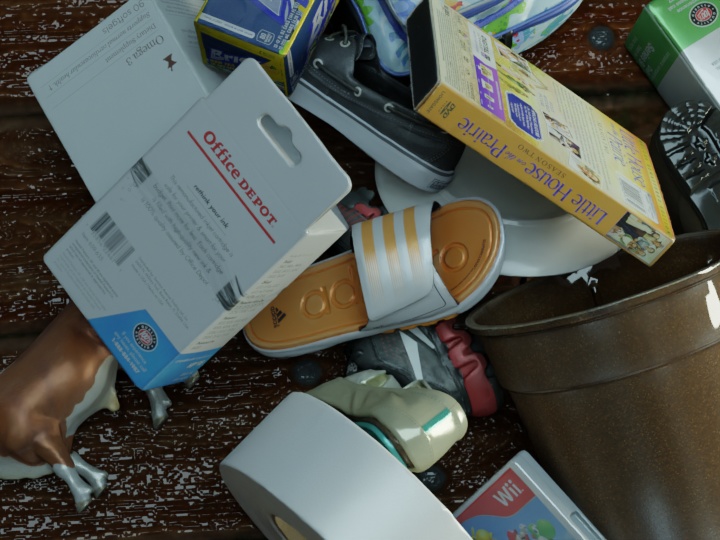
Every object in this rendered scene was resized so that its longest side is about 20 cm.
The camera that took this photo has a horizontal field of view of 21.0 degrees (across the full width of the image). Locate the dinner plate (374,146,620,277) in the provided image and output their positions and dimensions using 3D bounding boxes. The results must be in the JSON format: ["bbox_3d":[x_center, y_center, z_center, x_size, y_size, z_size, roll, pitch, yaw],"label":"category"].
[{"bbox_3d":[0.111,-0.073,1.404,0.200,0.024,0.200,4,45,-4],"label":"dinner plate"}]

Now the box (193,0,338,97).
[{"bbox_3d":[-0.038,-0.223,1.309,0.070,0.064,0.200,22,72,10],"label":"box"}]

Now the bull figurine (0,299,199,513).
[{"bbox_3d":[-0.209,0.096,1.351,0.121,0.065,0.200,40,77,2],"label":"bull figurine"}]

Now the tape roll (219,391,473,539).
[{"bbox_3d":[0.000,0.174,1.281,0.202,0.202,0.071,43,75,6],"label":"tape roll"}]

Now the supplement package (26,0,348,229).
[{"bbox_3d":[-0.120,-0.081,1.361,0.117,0.117,0.200,-34,79,18],"label":"supplement package"}]

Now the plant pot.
[{"bbox_3d":[0.195,0.097,1.319,0.200,0.200,0.198,-19,97,-11],"label":"plant pot"}]

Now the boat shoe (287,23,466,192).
[{"bbox_3d":[-0.006,-0.136,1.361,0.200,0.070,0.066,39,113,16],"label":"boat shoe"}]

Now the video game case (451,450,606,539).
[{"bbox_3d":[0.139,0.231,1.314,0.200,0.143,0.017,48,48,8],"label":"video game case"}]

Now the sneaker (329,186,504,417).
[{"bbox_3d":[0.016,0.033,1.387,0.098,0.071,0.200,-30,78,-11],"label":"sneaker"}]

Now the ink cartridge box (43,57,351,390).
[{"bbox_3d":[-0.094,-0.030,1.252,0.200,0.067,0.116,-42,76,18],"label":"ink cartridge box"}]

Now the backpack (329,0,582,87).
[{"bbox_3d":[0.071,-0.237,1.429,0.200,0.147,0.183,-23,80,-14],"label":"backpack"}]

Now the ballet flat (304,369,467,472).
[{"bbox_3d":[0.015,0.098,1.303,0.069,0.200,0.070,-1,92,-22],"label":"ballet flat"}]

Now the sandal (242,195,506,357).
[{"bbox_3d":[0.001,0.008,1.329,0.207,0.059,0.079,-23,67,18],"label":"sandal"}]

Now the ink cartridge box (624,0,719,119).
[{"bbox_3d":[0.318,-0.140,1.460,0.146,0.084,0.200,-31,80,-13],"label":"ink cartridge box"}]

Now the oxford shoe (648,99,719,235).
[{"bbox_3d":[0.271,-0.024,1.424,0.073,0.084,0.200,-19,80,-13],"label":"oxford shoe"}]

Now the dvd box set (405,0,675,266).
[{"bbox_3d":[0.119,-0.097,1.309,0.200,0.146,0.029,32,116,-19],"label":"dvd box set"}]
